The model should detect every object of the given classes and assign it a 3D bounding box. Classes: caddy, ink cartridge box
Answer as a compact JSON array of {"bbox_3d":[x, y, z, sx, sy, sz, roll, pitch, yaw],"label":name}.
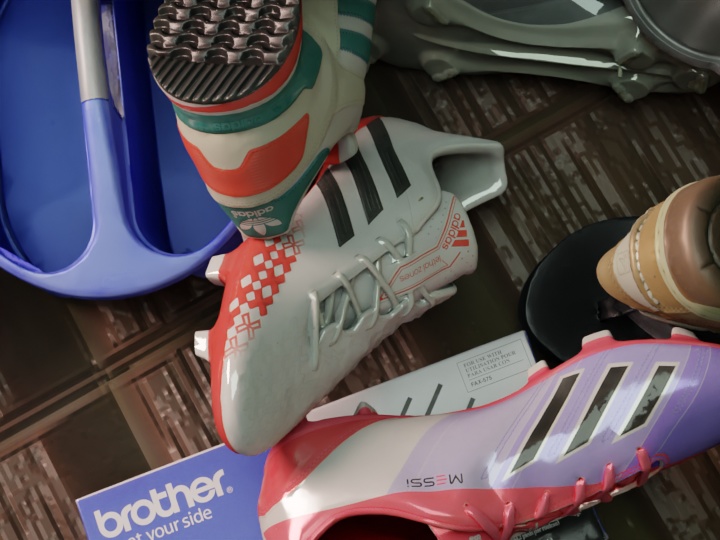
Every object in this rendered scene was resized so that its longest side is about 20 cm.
[{"bbox_3d":[-0.107,-0.081,0.771,0.140,0.105,0.202,-8,75,0],"label":"caddy"},{"bbox_3d":[-0.007,0.106,0.752,0.198,0.044,0.095,-20,74,-2],"label":"ink cartridge box"}]

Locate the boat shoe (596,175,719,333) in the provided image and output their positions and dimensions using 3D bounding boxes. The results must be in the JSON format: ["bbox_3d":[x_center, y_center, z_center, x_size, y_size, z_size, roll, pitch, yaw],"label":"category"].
[{"bbox_3d":[0.181,0.003,0.720,0.199,0.076,0.072,13,70,-29],"label":"boat shoe"}]

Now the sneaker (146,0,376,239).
[{"bbox_3d":[-0.028,-0.096,0.724,0.070,0.094,0.201,-1,41,15],"label":"sneaker"}]

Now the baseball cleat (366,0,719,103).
[{"bbox_3d":[0.070,-0.132,0.806,0.198,0.070,0.107,13,63,1],"label":"baseball cleat"}]

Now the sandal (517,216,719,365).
[{"bbox_3d":[0.166,0.021,0.765,0.198,0.043,0.077,11,77,5],"label":"sandal"}]

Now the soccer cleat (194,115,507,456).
[{"bbox_3d":[0.000,0.000,0.723,0.084,0.069,0.200,4,34,21],"label":"soccer cleat"}]

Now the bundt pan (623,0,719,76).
[{"bbox_3d":[0.187,-0.174,0.764,0.200,0.076,0.204,6,64,-12],"label":"bundt pan"}]

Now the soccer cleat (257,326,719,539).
[{"bbox_3d":[0.058,0.078,0.692,0.198,0.067,0.077,-11,47,4],"label":"soccer cleat"}]
